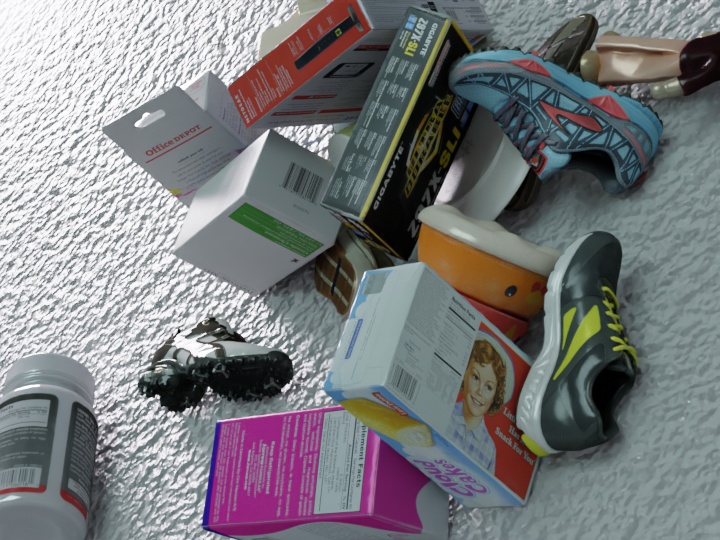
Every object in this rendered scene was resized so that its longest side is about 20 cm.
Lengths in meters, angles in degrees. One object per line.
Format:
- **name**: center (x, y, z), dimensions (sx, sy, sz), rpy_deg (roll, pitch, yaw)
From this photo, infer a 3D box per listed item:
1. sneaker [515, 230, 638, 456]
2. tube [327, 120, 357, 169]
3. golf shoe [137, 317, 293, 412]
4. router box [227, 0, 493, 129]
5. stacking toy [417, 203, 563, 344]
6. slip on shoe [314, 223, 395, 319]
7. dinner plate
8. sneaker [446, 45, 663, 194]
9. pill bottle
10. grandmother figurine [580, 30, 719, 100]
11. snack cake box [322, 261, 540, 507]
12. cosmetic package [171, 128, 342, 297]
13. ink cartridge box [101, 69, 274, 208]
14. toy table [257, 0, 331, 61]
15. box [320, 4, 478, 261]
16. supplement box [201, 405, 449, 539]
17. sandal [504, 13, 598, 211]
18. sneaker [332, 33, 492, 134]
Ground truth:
- **sneaker**: center (0.195, 0.062, 1.456), dimensions (0.085, 0.074, 0.200), rpy_deg (0, 66, 39)
- **tube**: center (0.051, -0.153, 1.744), dimensions (0.058, 0.052, 0.200), rpy_deg (19, 41, 40)
- **golf shoe**: center (-0.141, 0.082, 1.770), dimensions (0.200, 0.078, 0.095), rpy_deg (-8, 51, 40)
- **router box**: center (0.001, -0.204, 1.698), dimensions (0.179, 0.200, 0.049), rpy_deg (-34, 76, 35)
- **stacking toy**: center (0.087, 0.054, 1.550), dimensions (0.146, 0.146, 0.200), rpy_deg (30, 99, 54)
- **slip on shoe**: center (0.000, 0.000, 1.720), dimensions (0.200, 0.061, 0.076), rpy_deg (-129, 51, -70)
- **dinner plate**: center (0.110, -0.116, 1.691), dimensions (0.200, 0.024, 0.200), rpy_deg (-45, 31, 37)
- **sneaker**: center (0.166, -0.129, 1.565), dimensions (0.079, 0.200, 0.096), rpy_deg (111, 179, -71)
- **pill bottle**: center (-0.331, 0.192, 1.833), dimensions (0.114, 0.114, 0.200), rpy_deg (-28, 40, 26)
- **grandmother figurine**: center (0.295, -0.188, 1.573), dimensions (0.200, 0.061, 0.121), rpy_deg (0, 42, 40)
- **snack cake box**: center (0.070, 0.095, 1.432), dimensions (0.067, 0.200, 0.115), rpy_deg (-9, 51, 42)
- **cosmetic package**: center (-0.098, -0.054, 1.772), dimensions (0.200, 0.108, 0.085), rpy_deg (-35, 32, 59)
- **ink cartridge box**: center (-0.168, -0.136, 1.895), dimensions (0.115, 0.200, 0.068), rpy_deg (-25, 41, 28)
- **toy table**: center (-0.051, -0.298, 1.962), dimensions (0.117, 0.184, 0.200), rpy_deg (-13, 34, 18)
- **box**: center (0.044, -0.122, 1.623), dimensions (0.049, 0.160, 0.200), rpy_deg (22, 84, 19)
- **supplement box**: center (-0.028, 0.180, 1.524), dimensions (0.200, 0.101, 0.103), rpy_deg (-9, 66, 40)
- **sandal**: center (0.183, -0.145, 1.670), dimensions (0.082, 0.055, 0.200), rpy_deg (0, 71, 62)
- **sneaker**: center (0.054, -0.199, 1.837), dimensions (0.200, 0.076, 0.092), rpy_deg (-50, 40, -1)
